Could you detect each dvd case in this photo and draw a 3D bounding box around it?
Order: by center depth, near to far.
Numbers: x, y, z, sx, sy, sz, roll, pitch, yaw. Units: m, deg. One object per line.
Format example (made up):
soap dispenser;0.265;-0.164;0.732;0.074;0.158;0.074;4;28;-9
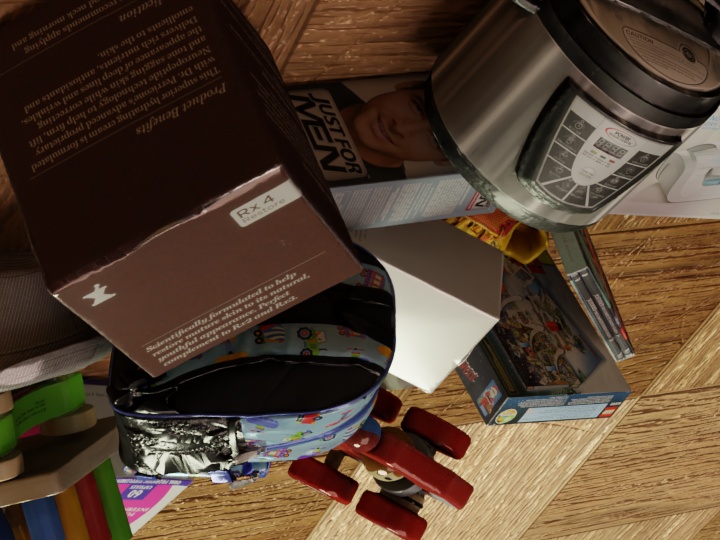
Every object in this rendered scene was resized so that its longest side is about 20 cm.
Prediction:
dvd case;0.179;-0.022;1.690;0.022;0.146;0.200;-22;153;8

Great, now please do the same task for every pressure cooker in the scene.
pressure cooker;0.162;-0.147;1.438;0.200;0.179;0.176;-45;170;34

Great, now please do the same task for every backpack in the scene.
backpack;-0.073;0.061;1.459;0.200;0.183;0.135;-2;138;1

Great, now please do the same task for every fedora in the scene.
fedora;-0.276;0.038;1.473;0.200;0.090;0.177;-11;-172;32

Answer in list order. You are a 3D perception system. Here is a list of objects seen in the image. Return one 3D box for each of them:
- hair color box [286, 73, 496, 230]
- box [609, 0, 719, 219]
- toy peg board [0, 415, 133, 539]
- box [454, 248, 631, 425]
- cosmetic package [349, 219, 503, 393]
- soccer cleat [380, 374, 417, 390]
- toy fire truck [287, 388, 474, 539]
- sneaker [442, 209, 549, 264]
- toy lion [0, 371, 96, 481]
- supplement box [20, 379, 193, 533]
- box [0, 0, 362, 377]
hair color box;0.005;-0.086;1.495;0.200;0.099;0.061;-8;147;-28
box;0.301;-0.131;1.652;0.200;0.097;0.176;2;145;-38
toy peg board;-0.281;0.198;1.592;0.200;0.098;0.199;-15;-174;14
box;0.122;0.037;1.688;0.137;0.200;0.038;-1;139;-36
cosmetic package;0.000;0.000;1.564;0.200;0.085;0.108;27;130;-19
soccer cleat;0.057;0.063;1.781;0.078;0.069;0.200;25;158;-35
toy fire truck;-0.003;0.153;1.813;0.112;0.200;0.168;-61;147;-6
sneaker;0.086;-0.049;1.647;0.200;0.077;0.073;8;140;-43
toy lion;-0.326;0.117;1.554;0.192;0.069;0.200;-5;-170;20
supplement box;-0.254;0.191;1.774;0.101;0.103;0.200;7;141;-46
box;-0.126;-0.073;1.313;0.166;0.200;0.164;-27;152;7
